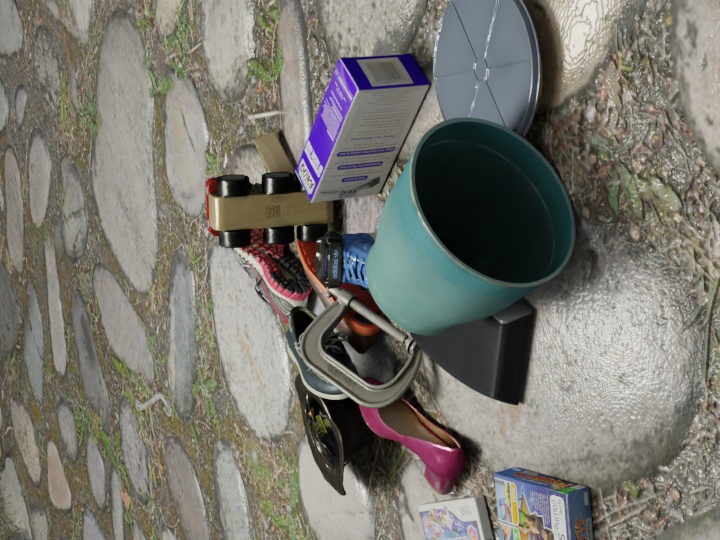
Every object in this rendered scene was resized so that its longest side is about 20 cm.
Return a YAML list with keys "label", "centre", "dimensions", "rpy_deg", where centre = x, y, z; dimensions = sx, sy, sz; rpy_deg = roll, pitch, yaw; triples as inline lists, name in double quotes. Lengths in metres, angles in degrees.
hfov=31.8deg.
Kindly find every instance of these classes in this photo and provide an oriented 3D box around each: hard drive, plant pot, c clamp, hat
- label: "hard drive"
  centre: [0.126, 0.067, 1.522]
  dimensions: [0.200, 0.042, 0.137]
  rpy_deg: [37, 128, 51]
- label: "plant pot"
  centre: [0.101, -0.030, 1.379]
  dimensions: [0.188, 0.197, 0.203]
  rpy_deg: [-48, 57, 52]
- label: "c clamp"
  centre: [0.009, 0.083, 1.663]
  dimensions: [0.199, 0.171, 0.027]
  rpy_deg: [40, 163, 31]
- label: "hat"
  centre: [-0.026, 0.220, 1.784]
  dimensions: [0.200, 0.080, 0.204]
  rpy_deg: [164, 90, -75]

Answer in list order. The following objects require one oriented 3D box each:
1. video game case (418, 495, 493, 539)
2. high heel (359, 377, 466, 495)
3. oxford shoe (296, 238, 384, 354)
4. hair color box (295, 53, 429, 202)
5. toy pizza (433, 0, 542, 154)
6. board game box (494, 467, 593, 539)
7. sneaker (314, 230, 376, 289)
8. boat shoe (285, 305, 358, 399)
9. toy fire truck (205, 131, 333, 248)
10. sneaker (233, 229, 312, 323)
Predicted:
- label: "video game case"
  centre: [0.136, 0.394, 1.616]
  dimensions: [0.143, 0.018, 0.203]
  rpy_deg: [-26, 75, 60]
- label: "high heel"
  centre: [0.063, 0.192, 1.631]
  dimensions: [0.201, 0.067, 0.097]
  rpy_deg: [53, 150, 32]
- label: "oxford shoe"
  centre: [-0.039, 0.031, 1.775]
  dimensions: [0.201, 0.070, 0.073]
  rpy_deg: [58, 148, 34]
- label: "hair color box"
  centre: [-0.001, -0.180, 1.612]
  dimensions: [0.065, 0.108, 0.201]
  rpy_deg: [60, 143, 32]
- label: "toy pizza"
  centre: [0.147, -0.226, 1.422]
  dimensions: [0.199, 0.031, 0.204]
  rpy_deg: [21, 115, 57]
- label: "board game box"
  centre: [0.214, 0.338, 1.448]
  dimensions: [0.135, 0.034, 0.204]
  rpy_deg: [5, 102, 59]
- label: "sneaker"
  centre: [0.000, 0.001, 1.613]
  dimensions: [0.200, 0.109, 0.078]
  rpy_deg: [-127, 39, -62]
- label: "boat shoe"
  centre: [-0.053, 0.109, 1.726]
  dimensions: [0.200, 0.074, 0.063]
  rpy_deg: [-128, 28, -61]
- label: "toy fire truck"
  centre: [-0.144, -0.121, 1.829]
  dimensions: [0.200, 0.173, 0.131]
  rpy_deg: [-141, 48, -68]
- label: "sneaker"
  centre: [-0.146, 0.001, 1.941]
  dimensions: [0.200, 0.080, 0.076]
  rpy_deg: [51, 141, 41]
